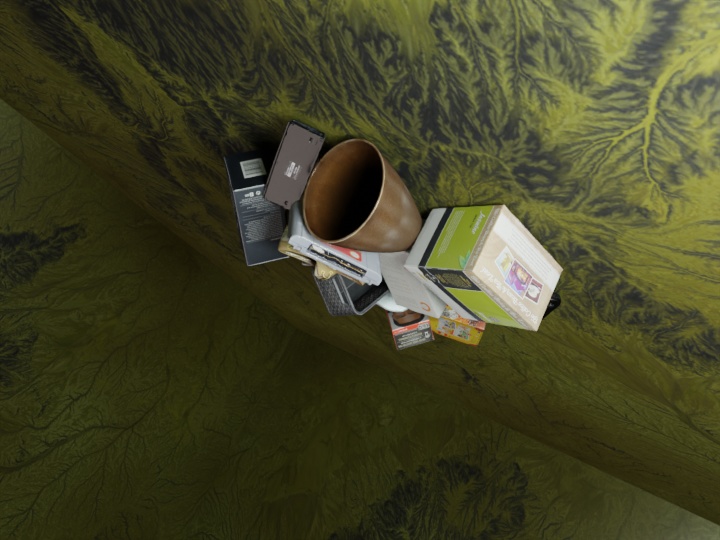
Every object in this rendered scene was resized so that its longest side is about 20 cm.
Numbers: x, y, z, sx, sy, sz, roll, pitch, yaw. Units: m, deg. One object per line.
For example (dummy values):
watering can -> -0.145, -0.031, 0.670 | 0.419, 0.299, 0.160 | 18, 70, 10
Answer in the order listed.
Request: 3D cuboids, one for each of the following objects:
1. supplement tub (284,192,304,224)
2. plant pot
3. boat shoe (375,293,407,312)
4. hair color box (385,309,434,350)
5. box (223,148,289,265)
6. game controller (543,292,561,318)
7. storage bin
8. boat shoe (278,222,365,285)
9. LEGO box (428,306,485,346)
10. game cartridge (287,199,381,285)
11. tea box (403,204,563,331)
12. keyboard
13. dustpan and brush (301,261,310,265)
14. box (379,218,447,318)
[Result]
supplement tub -> -0.081, -0.117, 1.219 | 0.144, 0.147, 0.199 | 36, 164, -24
plant pot -> 0.025, -0.111, 1.024 | 0.184, 0.191, 0.198 | 16, 174, 41
boat shoe -> 0.037, 0.051, 1.439 | 0.196, 0.072, 0.091 | 21, 178, 3
hair color box -> 0.121, 0.120, 1.443 | 0.201, 0.099, 0.063 | -105, -1, -66
box -> -0.232, -0.142, 1.244 | 0.150, 0.104, 0.203 | -117, 19, -46
game controller -> 0.353, 0.081, 1.181 | 0.101, 0.043, 0.201 | -3, 161, 1
storage bin -> 0.000, 0.000, 1.257 | 0.093, 0.199, 0.138 | -8, 111, 46
boat shoe -> -0.075, -0.018, 1.110 | 0.197, 0.067, 0.074 | 30, 165, 1
LEGO box -> 0.252, 0.119, 1.438 | 0.146, 0.079, 0.201 | 18, 163, 12
game cartridge -> -0.047, -0.058, 1.059 | 0.197, 0.041, 0.134 | 25, -149, -23
tea box -> 0.223, -0.005, 1.016 | 0.199, 0.136, 0.195 | 38, 164, -29
keyboard -> -0.121, -0.204, 1.095 | 0.102, 0.040, 0.201 | 25, 134, -8
dustpan and brush -> -0.089, -0.026, 1.368 | 0.138, 0.059, 0.197 | 18, -167, 42
box -> 0.116, -0.011, 1.193 | 0.123, 0.098, 0.202 | 16, 146, 41
